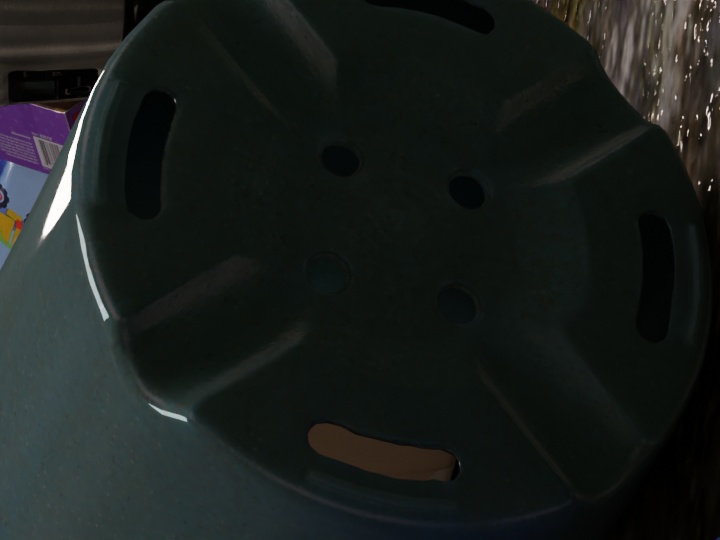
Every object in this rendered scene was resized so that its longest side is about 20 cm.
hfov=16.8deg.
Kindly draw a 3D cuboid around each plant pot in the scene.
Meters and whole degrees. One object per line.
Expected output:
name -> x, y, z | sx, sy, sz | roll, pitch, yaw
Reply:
plant pot -> -0.017, 0.036, 0.604 | 0.196, 0.198, 0.202 | 119, 157, -56

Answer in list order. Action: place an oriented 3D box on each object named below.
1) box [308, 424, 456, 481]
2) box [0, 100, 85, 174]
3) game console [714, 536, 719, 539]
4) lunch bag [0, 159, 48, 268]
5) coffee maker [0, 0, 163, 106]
box -> 0.000, 0.000, 0.853 | 0.201, 0.094, 0.078 | 100, 172, -50
box -> -0.141, -0.107, 1.079 | 0.137, 0.199, 0.039 | -38, -51, -33
game console -> 0.064, 0.183, 0.453 | 0.201, 0.117, 0.171 | -91, -22, -49
lunch bag -> -0.117, 0.023, 1.116 | 0.094, 0.150, 0.200 | -48, -8, -39
coffee maker -> -0.047, -0.145, 0.909 | 0.135, 0.198, 0.193 | 106, 167, -56
